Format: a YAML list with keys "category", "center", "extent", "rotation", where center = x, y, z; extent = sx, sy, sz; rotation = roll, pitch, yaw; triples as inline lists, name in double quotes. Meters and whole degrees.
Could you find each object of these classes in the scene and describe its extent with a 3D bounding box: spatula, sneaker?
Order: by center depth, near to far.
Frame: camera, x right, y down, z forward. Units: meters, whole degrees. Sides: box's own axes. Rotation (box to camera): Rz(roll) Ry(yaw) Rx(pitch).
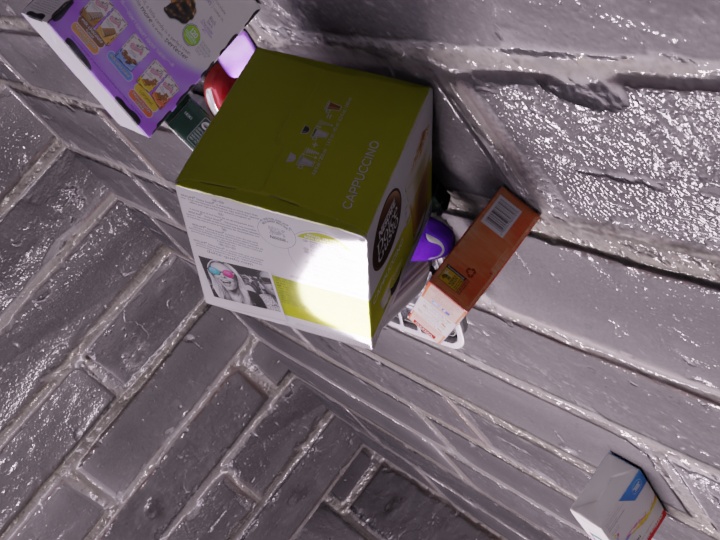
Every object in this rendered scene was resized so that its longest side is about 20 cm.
- category: "sneaker"
  center: [0.009, -0.023, 1.142]
  extent: [0.196, 0.100, 0.070]
  rotation: [7, 135, 10]
- category: "spatula"
  center: [-0.130, -0.213, 1.262]
  extent: [0.056, 0.021, 0.202]
  rotation: [-11, 120, 21]
- category: "sneaker"
  center: [-0.118, -0.201, 1.325]
  extent: [0.114, 0.079, 0.200]
  rotation: [14, 160, 36]

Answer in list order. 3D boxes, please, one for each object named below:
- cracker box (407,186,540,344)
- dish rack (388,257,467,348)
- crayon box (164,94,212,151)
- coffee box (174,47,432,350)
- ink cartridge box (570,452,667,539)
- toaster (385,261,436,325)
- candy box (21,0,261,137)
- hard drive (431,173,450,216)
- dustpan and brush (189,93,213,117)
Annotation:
- category: "cracker box"
  center: [0.123, 0.000, 1.118]
  extent: [0.057, 0.135, 0.200]
  rotation: [37, 166, 6]
- category: "dish rack"
  center: [0.073, 0.006, 1.368]
  extent: [0.170, 0.044, 0.202]
  rotation: [19, 141, 40]
- category: "crayon box"
  center: [-0.246, -0.214, 1.388]
  extent: [0.126, 0.052, 0.200]
  rotation: [45, 178, -39]
- category: "coffee box"
  center: [-0.047, -0.074, 1.015]
  extent: [0.197, 0.202, 0.199]
  rotation: [15, 146, 13]
- category: "ink cartridge box"
  center: [0.429, 0.402, 1.608]
  extent: [0.067, 0.117, 0.200]
  rotation: [24, 160, 47]
- category: "toaster"
  center: [0.000, 0.000, 1.283]
  extent: [0.199, 0.129, 0.114]
  rotation: [38, 150, 13]
- category: "candy box"
  center: [-0.226, -0.277, 1.050]
  extent: [0.071, 0.201, 0.168]
  rotation: [25, 161, 44]
- category: "hard drive"
  center: [-0.005, -0.121, 1.154]
  extent: [0.139, 0.038, 0.200]
  rotation: [-25, 120, 37]
- category: "dustpan and brush"
  center: [-0.205, -0.206, 1.530]
  extent: [0.140, 0.057, 0.199]
  rotation: [48, 165, -28]
